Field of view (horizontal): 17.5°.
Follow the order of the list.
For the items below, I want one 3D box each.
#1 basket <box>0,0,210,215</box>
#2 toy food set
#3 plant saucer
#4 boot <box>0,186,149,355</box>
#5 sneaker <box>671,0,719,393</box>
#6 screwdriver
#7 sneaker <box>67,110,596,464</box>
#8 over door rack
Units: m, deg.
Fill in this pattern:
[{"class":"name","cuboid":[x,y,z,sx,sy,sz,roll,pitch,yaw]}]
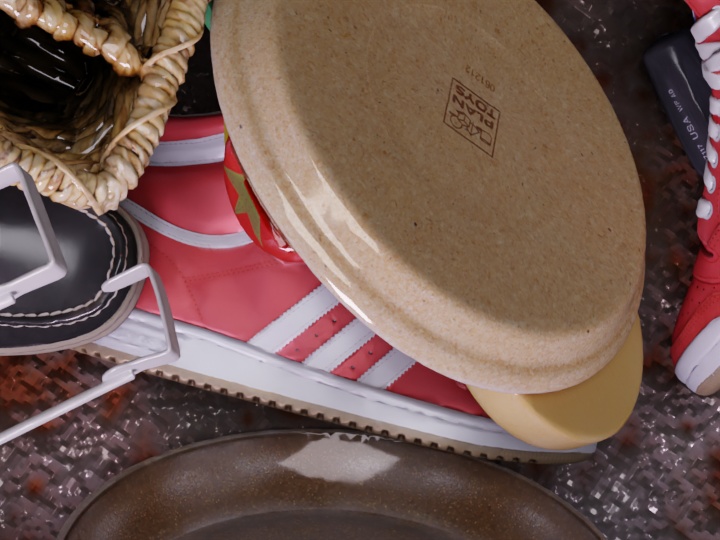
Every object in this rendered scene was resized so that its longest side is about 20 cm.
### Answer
[{"class":"basket","cuboid":[-0.141,-0.128,0.748,0.200,0.149,0.143,26,98,-18]},{"class":"toy food set","cuboid":[0.025,-0.042,0.818,0.200,0.049,0.198,21,49,-33]},{"class":"plant saucer","cuboid":[-0.007,0.116,0.797,0.200,0.200,0.032,2,117,-7]},{"class":"boot","cuboid":[-0.179,-0.025,0.775,0.200,0.151,0.073,16,84,9]},{"class":"sneaker","cuboid":[0.138,-0.060,0.838,0.112,0.071,0.200,33,113,10]},{"class":"screwdriver","cuboid":[0.167,-0.004,0.898,0.029,0.028,0.200,-33,92,20]},{"class":"sneaker","cuboid":[0.000,0.000,0.853,0.200,0.071,0.113,15,87,-4]},{"class":"over door rack","cuboid":[-0.146,0.064,0.718,0.200,0.148,0.067,-37,74,0]}]
